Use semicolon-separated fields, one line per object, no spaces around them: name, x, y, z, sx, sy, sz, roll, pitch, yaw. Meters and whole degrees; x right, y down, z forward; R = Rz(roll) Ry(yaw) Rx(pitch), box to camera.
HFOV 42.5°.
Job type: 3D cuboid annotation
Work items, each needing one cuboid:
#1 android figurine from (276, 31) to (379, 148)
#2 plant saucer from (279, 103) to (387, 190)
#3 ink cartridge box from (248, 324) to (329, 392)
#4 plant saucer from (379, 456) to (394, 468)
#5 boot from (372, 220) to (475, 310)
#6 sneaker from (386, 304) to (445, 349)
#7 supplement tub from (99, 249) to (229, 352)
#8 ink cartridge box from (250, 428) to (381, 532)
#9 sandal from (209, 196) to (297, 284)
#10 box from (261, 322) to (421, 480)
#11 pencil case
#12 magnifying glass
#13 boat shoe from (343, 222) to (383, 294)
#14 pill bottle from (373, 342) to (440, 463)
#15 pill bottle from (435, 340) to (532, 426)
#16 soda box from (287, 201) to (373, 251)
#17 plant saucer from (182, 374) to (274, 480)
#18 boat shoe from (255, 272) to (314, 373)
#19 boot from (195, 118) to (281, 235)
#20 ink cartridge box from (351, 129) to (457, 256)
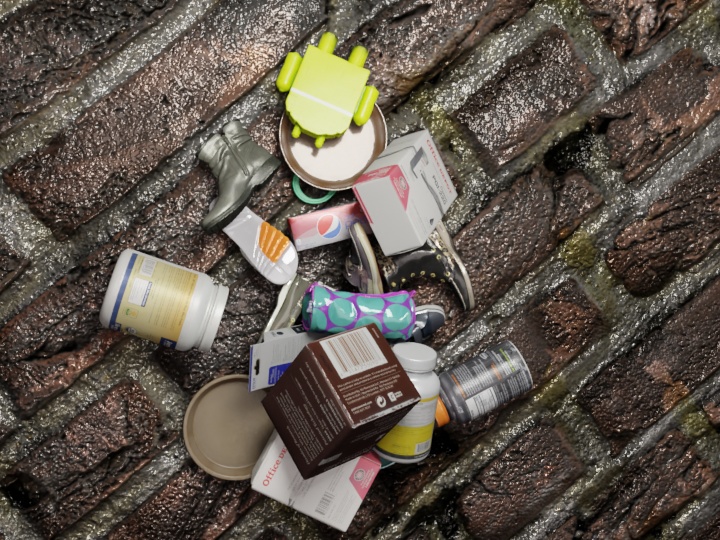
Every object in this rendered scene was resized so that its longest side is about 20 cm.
android figurine;-0.061;-0.322;1.667;0.181;0.041;0.201;21;83;-6
plant saucer;-0.050;-0.245;1.699;0.198;0.032;0.202;0;86;-7
ink cartridge box;-0.121;0.152;1.686;0.199;0.039;0.100;-9;119;-33
plant saucer;0.016;0.280;1.772;0.198;0.036;0.202;-1;96;-9
boot;0.118;0.005;1.742;0.150;0.073;0.201;-25;95;-7
sneaker;0.072;0.133;1.735;0.199;0.080;0.079;-20;136;-2
supplement tub;-0.345;0.058;1.635;0.199;0.144;0.145;19;92;-10
ink cartridge box;-0.084;0.365;1.707;0.199;0.083;0.147;28;95;-10
sandal;-0.192;-0.058;1.698;0.079;0.059;0.207;-43;79;-10
box;-0.035;0.224;1.597;0.165;0.200;0.165;-15;63;-41
pencil case;-0.003;0.072;1.662;0.198;0.085;0.093;5;99;-9
magnifying glass;-0.032;-0.185;1.727;0.199;0.022;0.080;-21;98;-5
boat shoe;0.000;0.000;1.692;0.064;0.072;0.201;-16;135;0
pill bottle;0.085;0.239;1.685;0.111;0.112;0.202;4;108;-10
pill bottle;0.218;0.222;1.764;0.199;0.106;0.107;-26;99;-6
soda box;-0.032;-0.089;1.709;0.198;0.070;0.064;-15;94;-8
plant saucer;-0.232;0.292;1.736;0.198;0.029;0.202;-1;95;-9
boat shoe;-0.145;0.103;1.710;0.060;0.072;0.203;24;88;-6
boot;-0.247;-0.168;1.656;0.130;0.068;0.200;40;69;0
ink cartridge box;0.083;-0.141;1.650;0.084;0.200;0.146;-15;113;32
